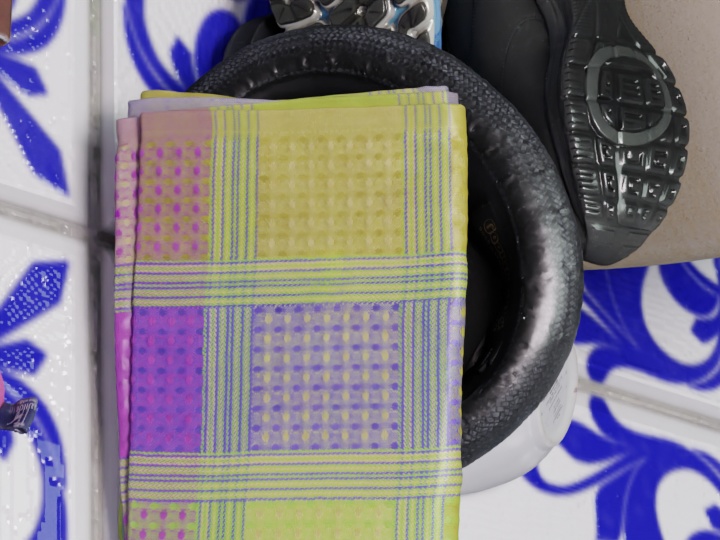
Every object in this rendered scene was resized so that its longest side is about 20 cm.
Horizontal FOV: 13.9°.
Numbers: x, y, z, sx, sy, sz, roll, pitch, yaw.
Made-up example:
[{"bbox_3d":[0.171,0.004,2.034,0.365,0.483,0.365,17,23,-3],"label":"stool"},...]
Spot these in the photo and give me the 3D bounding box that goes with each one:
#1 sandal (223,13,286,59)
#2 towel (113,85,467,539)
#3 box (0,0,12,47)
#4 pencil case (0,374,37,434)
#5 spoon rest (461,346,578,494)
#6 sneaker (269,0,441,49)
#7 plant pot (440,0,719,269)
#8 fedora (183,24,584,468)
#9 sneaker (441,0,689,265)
[{"bbox_3d":[0.017,-0.048,1.334,0.200,0.043,0.076,44,47,-27],"label":"sandal"},{"bbox_3d":[-0.027,0.021,1.183,0.023,0.143,0.200,56,33,-76],"label":"towel"},{"bbox_3d":[-0.187,-0.181,1.147,0.100,0.075,0.200,24,56,-40],"label":"box"},{"bbox_3d":[-0.169,-0.037,1.038,0.094,0.091,0.200,-86,171,-75],"label":"pencil case"},{"bbox_3d":[0.045,0.074,1.303,0.200,0.061,0.099,-54,141,-52],"label":"spoon rest"},{"bbox_3d":[0.003,-0.156,1.321,0.090,0.078,0.200,26,41,-52],"label":"sneaker"},{"bbox_3d":[0.156,-0.092,1.388,0.200,0.177,0.200,-6,79,-60],"label":"plant pot"},{"bbox_3d":[0.000,0.000,1.243,0.092,0.200,0.201,57,24,-75],"label":"fedora"},{"bbox_3d":[0.081,-0.086,1.277,0.076,0.091,0.200,17,53,-38],"label":"sneaker"}]
